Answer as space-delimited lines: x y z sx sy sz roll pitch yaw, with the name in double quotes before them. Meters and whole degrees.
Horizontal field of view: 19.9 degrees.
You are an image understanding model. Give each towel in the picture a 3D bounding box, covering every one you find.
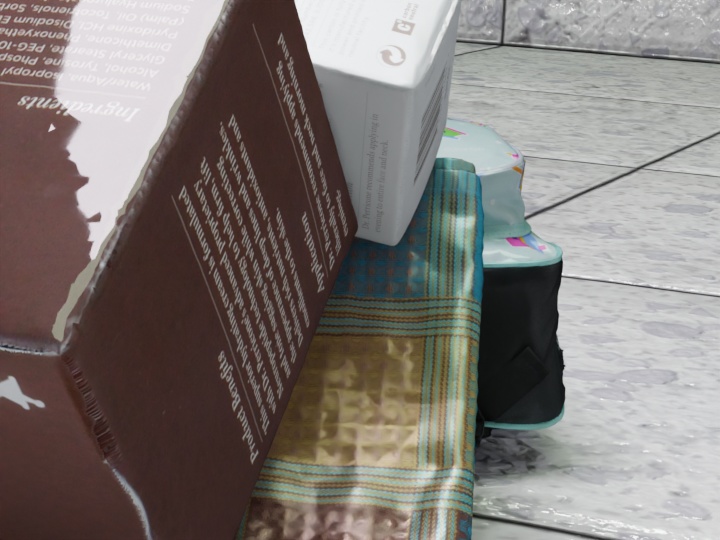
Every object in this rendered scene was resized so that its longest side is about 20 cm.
"towel" -0.024 0.033 0.836 0.146 0.022 0.201 2 54 3

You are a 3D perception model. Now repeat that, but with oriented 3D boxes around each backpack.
"backpack" 0.000 0.000 1.000 0.175 0.154 0.200 -5 6 -8

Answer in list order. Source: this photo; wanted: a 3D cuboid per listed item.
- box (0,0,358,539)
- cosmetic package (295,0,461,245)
"box" -0.117 -0.006 0.748 0.163 0.166 0.201 7 51 19
"cosmetic package" -0.065 -0.089 0.845 0.199 0.102 0.074 17 53 8
